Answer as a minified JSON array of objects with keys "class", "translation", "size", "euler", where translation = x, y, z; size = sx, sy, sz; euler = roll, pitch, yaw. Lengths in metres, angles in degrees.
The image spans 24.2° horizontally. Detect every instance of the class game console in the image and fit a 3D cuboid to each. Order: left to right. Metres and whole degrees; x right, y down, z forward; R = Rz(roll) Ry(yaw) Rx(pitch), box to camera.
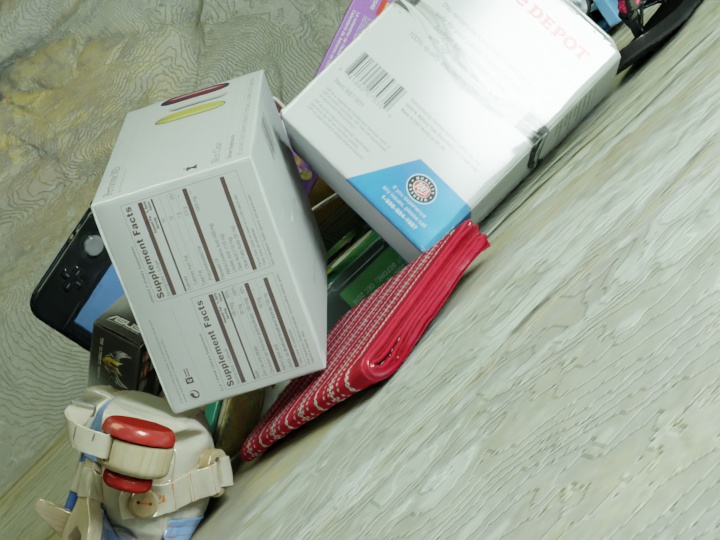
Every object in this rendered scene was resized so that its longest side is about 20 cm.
[{"class":"game console","translation":[-0.160,0.023,1.492],"size":[0.118,0.200,0.171],"euler":[24,79,54]}]

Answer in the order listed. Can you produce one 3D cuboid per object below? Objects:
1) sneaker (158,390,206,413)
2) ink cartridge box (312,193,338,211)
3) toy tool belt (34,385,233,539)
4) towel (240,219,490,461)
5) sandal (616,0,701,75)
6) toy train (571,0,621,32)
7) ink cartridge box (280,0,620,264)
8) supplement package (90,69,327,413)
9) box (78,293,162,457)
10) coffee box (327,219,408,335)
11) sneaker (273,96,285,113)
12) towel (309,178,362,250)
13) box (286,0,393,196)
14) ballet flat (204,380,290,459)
[{"class":"sneaker","translation":[-0.118,0.087,1.417],"size":[0.108,0.067,0.201],"euler":[-52,-2,13]},{"class":"ink cartridge box","translation":[0.033,-0.072,1.383],"size":[0.199,0.050,0.161],"euler":[-34,3,7]},{"class":"toy tool belt","translation":[-0.149,0.151,1.104],"size":[0.200,0.124,0.124],"euler":[-151,74,-87]},{"class":"towel","translation":[0.000,0.051,1.113],"size":[0.145,0.022,0.200],"euler":[-51,7,-34]},{"class":"sandal","translation":[0.228,-0.210,1.250],"size":[0.200,0.045,0.075],"euler":[-49,8,-34]},{"class":"toy train","translation":[0.238,-0.288,1.529],"size":[0.114,0.087,0.200],"euler":[-32,12,37]},{"class":"ink cartridge box","translation":[0.064,-0.120,1.192],"size":[0.200,0.145,0.084],"euler":[-45,-12,-7]},{"class":"supplement package","translation":[-0.097,-0.026,1.158],"size":[0.110,0.157,0.200],"euler":[-17,22,5]},{"class":"box","translation":[-0.174,0.088,1.431],"size":[0.158,0.048,0.201],"euler":[-46,-23,-49]},{"class":"coffee box","translation":[0.000,0.000,1.337],"size":[0.123,0.044,0.200],"euler":[-43,7,-3]},{"class":"sneaker","translation":[-0.044,-0.131,1.572],"size":[0.200,0.113,0.071],"euler":[-38,9,42]},{"class":"towel","translation":[-0.035,-0.051,1.523],"size":[0.200,0.146,0.022],"euler":[-40,42,34]},{"class":"box","translation":[-0.016,-0.149,1.321],"size":[0.201,0.039,0.137],"euler":[-62,4,23]},{"class":"ballet flat","translation":[-0.082,0.068,1.268],"size":[0.071,0.070,0.201],"euler":[-39,34,34]}]
